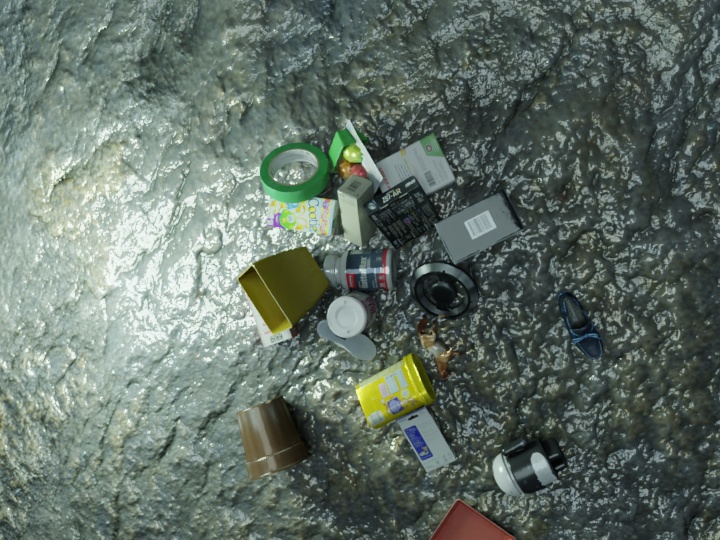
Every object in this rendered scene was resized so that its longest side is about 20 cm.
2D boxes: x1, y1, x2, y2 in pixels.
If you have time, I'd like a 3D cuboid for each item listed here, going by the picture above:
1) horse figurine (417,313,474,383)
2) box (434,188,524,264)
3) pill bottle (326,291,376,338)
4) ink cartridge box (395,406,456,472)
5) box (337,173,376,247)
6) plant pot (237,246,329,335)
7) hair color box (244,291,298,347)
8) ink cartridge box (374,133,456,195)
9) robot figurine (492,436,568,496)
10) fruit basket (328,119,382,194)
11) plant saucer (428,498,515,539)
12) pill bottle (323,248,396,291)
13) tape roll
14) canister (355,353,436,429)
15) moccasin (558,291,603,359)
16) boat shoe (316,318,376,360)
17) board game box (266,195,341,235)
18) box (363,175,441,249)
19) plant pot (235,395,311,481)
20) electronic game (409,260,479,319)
[{"bbox_3d":[0.228,0.211,1.651,0.200,0.050,0.132,48,121,-3],"label":"horse figurine"},{"bbox_3d":[0.311,-0.112,1.539,0.199,0.197,0.125,-27,86,7],"label":"box"},{"bbox_3d":[-0.017,0.119,1.628,0.112,0.200,0.114,1,94,12],"label":"pill bottle"},{"bbox_3d":[0.190,0.481,1.664,0.099,0.039,0.201,-26,105,13],"label":"ink cartridge box"},{"bbox_3d":[-0.007,-0.164,1.605,0.068,0.201,0.082,26,58,23],"label":"box"},{"bbox_3d":[-0.208,0.044,1.641,0.176,0.200,0.201,-33,93,-27],"label":"plant pot"},{"bbox_3d":[-0.274,0.122,1.755,0.101,0.061,0.202,-19,88,13],"label":"hair color box"},{"bbox_3d":[0.152,-0.272,1.627,0.199,0.084,0.146,-26,88,13],"label":"ink cartridge box"},{"bbox_3d":[0.465,0.540,1.592,0.199,0.125,0.151,-29,70,12],"label":"robot figurine"},{"bbox_3d":[-0.007,-0.292,1.618,0.093,0.185,0.201,-28,75,-27],"label":"fruit basket"},{"bbox_3d":[0.317,0.795,1.682,0.199,0.037,0.201,33,100,8],"label":"plant saucer"},{"bbox_3d":[0.000,0.000,1.660,0.198,0.120,0.121,-2,93,13],"label":"pill bottle"},{"bbox_3d":[-0.189,-0.283,1.660,0.199,0.048,0.202,-3,55,4],"label":"tape roll"},{"bbox_3d":[0.099,0.351,1.660,0.199,0.086,0.149,-31,61,15],"label":"canister"},{"bbox_3d":[0.594,0.156,1.566,0.080,0.068,0.201,-34,86,12],"label":"moccasin"},{"bbox_3d":[-0.041,0.196,1.708,0.199,0.065,0.074,35,92,-13],"label":"boat shoe"},{"bbox_3d":[-0.161,-0.167,1.691,0.198,0.103,0.106,9,95,12],"label":"board game box"},{"bbox_3d":[0.121,-0.155,1.587,0.159,0.200,0.044,-30,55,13],"label":"box"},{"bbox_3d":[-0.271,0.493,1.719,0.199,0.200,0.200,-22,82,12],"label":"plant pot"},{"bbox_3d":[0.233,0.058,1.609,0.198,0.042,0.201,15,132,18],"label":"electronic game"}]
